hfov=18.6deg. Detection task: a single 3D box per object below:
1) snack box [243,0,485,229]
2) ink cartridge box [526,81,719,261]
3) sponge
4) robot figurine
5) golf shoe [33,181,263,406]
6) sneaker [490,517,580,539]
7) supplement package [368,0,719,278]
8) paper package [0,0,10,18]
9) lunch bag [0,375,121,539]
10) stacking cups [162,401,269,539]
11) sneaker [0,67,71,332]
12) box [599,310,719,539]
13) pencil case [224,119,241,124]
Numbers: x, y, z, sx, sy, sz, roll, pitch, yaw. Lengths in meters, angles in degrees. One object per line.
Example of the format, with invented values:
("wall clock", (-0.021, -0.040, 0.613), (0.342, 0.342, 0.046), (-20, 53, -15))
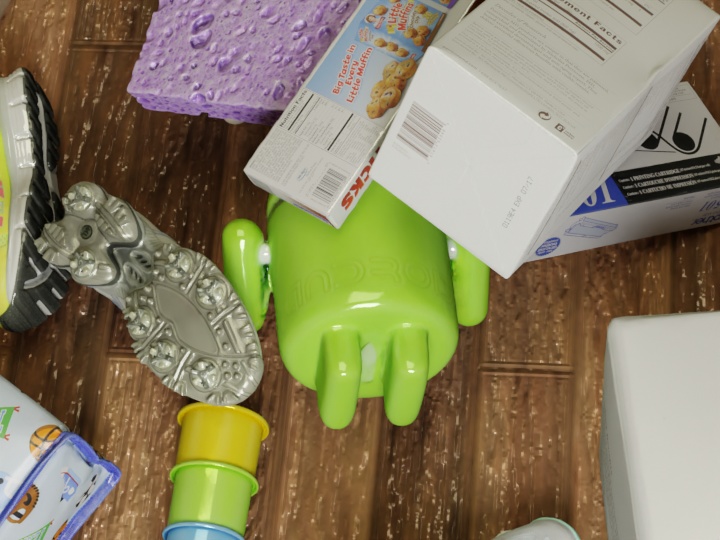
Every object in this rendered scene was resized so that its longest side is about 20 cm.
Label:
("snack box", (0.011, -0.124, 1.379), (0.072, 0.024, 0.201), (28, 77, 30))
("ink cartridge box", (0.153, -0.065, 1.436), (0.199, 0.044, 0.094), (-11, 55, -30))
("sponge", (-0.048, -0.149, 1.446), (0.199, 0.030, 0.112), (9, 69, 25))
("robot figurine", (0.000, 0.000, 1.410), (0.174, 0.116, 0.201), (-3, 56, -7))
("golf shoe", (-0.117, 0.018, 1.420), (0.078, 0.097, 0.200), (-49, 59, 6))
("sneaker", (0.054, 0.197, 1.276), (0.200, 0.140, 0.078), (-41, 64, -17))
("supplement package", (0.114, -0.108, 1.347), (0.109, 0.114, 0.200), (37, 44, 11))
("paper package", (-0.330, -0.206, 1.513), (0.103, 0.200, 0.191), (16, 63, 15))
("lunch bag", (-0.279, 0.146, 1.352), (0.170, 0.124, 0.200), (35, 82, 23))
("stacking cups", (-0.102, 0.181, 1.347), (0.060, 0.061, 0.201), (6, 61, 8))
("sneaker", (-0.250, -0.040, 1.490), (0.090, 0.078, 0.201), (-14, 54, 8))
("box", (0.246, 0.142, 1.275), (0.199, 0.172, 0.200), (-5, 59, 2))
("pencil case", (-0.004, -0.129, 1.489), (0.199, 0.089, 0.078), (8, 78, 24))
